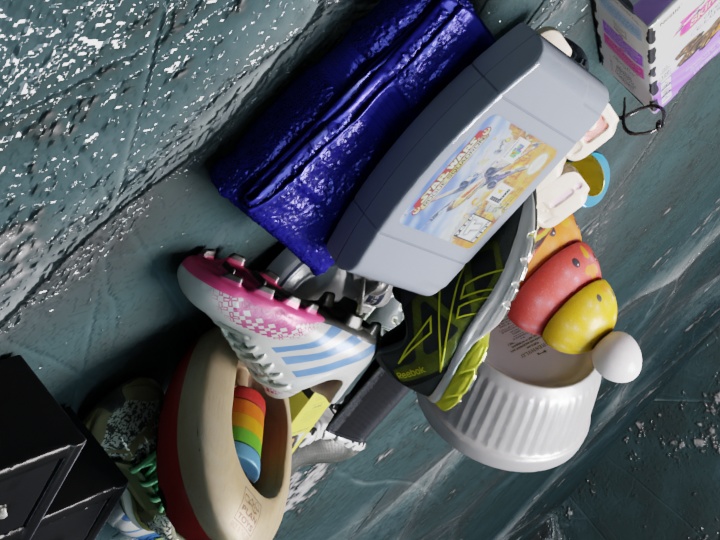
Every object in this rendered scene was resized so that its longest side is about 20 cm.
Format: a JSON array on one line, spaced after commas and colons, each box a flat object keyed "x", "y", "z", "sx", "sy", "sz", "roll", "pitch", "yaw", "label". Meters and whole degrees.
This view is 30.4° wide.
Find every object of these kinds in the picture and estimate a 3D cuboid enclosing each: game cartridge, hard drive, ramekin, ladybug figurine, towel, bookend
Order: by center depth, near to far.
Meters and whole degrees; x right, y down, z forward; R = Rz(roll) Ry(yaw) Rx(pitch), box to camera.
[{"x": -0.225, "y": 0.142, "z": 0.868, "sx": 0.199, "sy": 0.092, "sz": 0.200, "roll": -17, "pitch": 148, "yaw": -53, "label": "bookend"}, {"x": 0.010, "y": -0.089, "z": 0.870, "sx": 0.200, "sy": 0.050, "sz": 0.148, "roll": -43, "pitch": 143, "yaw": 6, "label": "towel"}, {"x": 0.071, "y": -0.068, "z": 0.892, "sx": 0.200, "sy": 0.042, "sz": 0.133, "roll": -48, "pitch": 154, "yaw": 17, "label": "game cartridge"}, {"x": -0.105, "y": 0.128, "z": 0.991, "sx": 0.071, "sy": 0.202, "sz": 0.136, "roll": -16, "pitch": 130, "yaw": 19, "label": "ladybug figurine"}, {"x": 0.038, "y": 0.087, "z": 1.266, "sx": 0.135, "sy": 0.042, "sz": 0.200, "roll": -50, "pitch": 179, "yaw": 19, "label": "hard drive"}, {"x": 0.165, "y": 0.106, "z": 1.426, "sx": 0.199, "sy": 0.200, "sz": 0.106, "roll": -26, "pitch": 145, "yaw": -40, "label": "ramekin"}]

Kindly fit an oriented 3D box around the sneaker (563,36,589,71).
[{"x": 0.097, "y": -0.109, "z": 1.050, "sx": 0.200, "sy": 0.078, "sz": 0.086, "roll": -41, "pitch": 174, "yaw": 14, "label": "sneaker"}]

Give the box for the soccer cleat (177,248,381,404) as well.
[{"x": -0.063, "y": 0.050, "z": 0.958, "sx": 0.199, "sy": 0.070, "sz": 0.087, "roll": 23, "pitch": 101, "yaw": -46, "label": "soccer cleat"}]

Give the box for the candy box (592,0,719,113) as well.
[{"x": 0.278, "y": -0.242, "z": 1.106, "sx": 0.168, "sy": 0.072, "sz": 0.200, "roll": -44, "pitch": 161, "yaw": 1, "label": "candy box"}]

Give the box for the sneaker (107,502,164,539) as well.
[{"x": -0.147, "y": 0.231, "z": 1.188, "sx": 0.076, "sy": 0.105, "sz": 0.200, "roll": -46, "pitch": 161, "yaw": 9, "label": "sneaker"}]

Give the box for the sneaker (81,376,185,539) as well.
[{"x": -0.152, "y": 0.157, "z": 1.025, "sx": 0.077, "sy": 0.088, "sz": 0.201, "roll": -40, "pitch": 147, "yaw": -18, "label": "sneaker"}]

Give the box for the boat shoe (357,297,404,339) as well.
[{"x": 0.013, "y": 0.044, "z": 1.184, "sx": 0.200, "sy": 0.062, "sz": 0.073, "roll": -42, "pitch": 159, "yaw": -7, "label": "boat shoe"}]

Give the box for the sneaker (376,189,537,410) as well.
[{"x": 0.071, "y": 0.009, "z": 0.990, "sx": 0.075, "sy": 0.083, "sz": 0.202, "roll": -78, "pitch": -172, "yaw": -72, "label": "sneaker"}]

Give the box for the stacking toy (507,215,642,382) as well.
[{"x": 0.214, "y": 0.033, "z": 1.351, "sx": 0.146, "sy": 0.200, "sz": 0.147, "roll": -37, "pitch": 160, "yaw": -16, "label": "stacking toy"}]

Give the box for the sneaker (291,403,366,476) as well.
[{"x": -0.063, "y": 0.167, "z": 1.290, "sx": 0.090, "sy": 0.067, "sz": 0.200, "roll": -44, "pitch": 157, "yaw": 11, "label": "sneaker"}]

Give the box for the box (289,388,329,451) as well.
[{"x": -0.075, "y": 0.113, "z": 1.138, "sx": 0.050, "sy": 0.075, "sz": 0.201, "roll": -9, "pitch": 142, "yaw": -54, "label": "box"}]

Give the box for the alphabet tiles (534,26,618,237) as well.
[{"x": 0.089, "y": -0.085, "z": 0.979, "sx": 0.195, "sy": 0.015, "sz": 0.200, "roll": -37, "pitch": 131, "yaw": 11, "label": "alphabet tiles"}]

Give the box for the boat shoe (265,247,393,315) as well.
[{"x": 0.000, "y": 0.000, "z": 1.062, "sx": 0.199, "sy": 0.065, "sz": 0.074, "roll": -21, "pitch": 152, "yaw": -47, "label": "boat shoe"}]

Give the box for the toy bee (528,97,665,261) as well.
[{"x": 0.159, "y": -0.108, "z": 1.107, "sx": 0.109, "sy": 0.129, "sz": 0.201, "roll": 56, "pitch": 48, "yaw": -34, "label": "toy bee"}]
